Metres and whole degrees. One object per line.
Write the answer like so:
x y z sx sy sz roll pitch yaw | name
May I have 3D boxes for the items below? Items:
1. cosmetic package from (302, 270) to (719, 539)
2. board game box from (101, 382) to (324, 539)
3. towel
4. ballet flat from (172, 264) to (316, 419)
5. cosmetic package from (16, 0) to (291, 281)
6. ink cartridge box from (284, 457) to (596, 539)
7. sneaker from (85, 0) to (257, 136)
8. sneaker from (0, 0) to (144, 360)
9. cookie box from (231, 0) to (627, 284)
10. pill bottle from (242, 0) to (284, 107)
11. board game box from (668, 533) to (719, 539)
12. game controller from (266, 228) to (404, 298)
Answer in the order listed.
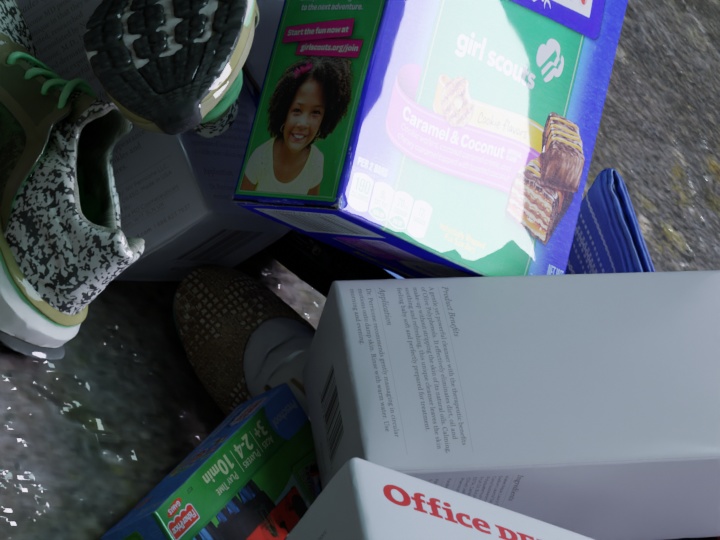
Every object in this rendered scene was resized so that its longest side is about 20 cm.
0.083 0.065 1.106 0.199 0.085 0.108 0 55 -14 | cosmetic package
-0.022 0.168 1.081 0.200 0.037 0.151 59 28 -7 | board game box
0.123 0.051 1.394 0.024 0.200 0.145 0 57 -25 | towel
-0.017 0.076 1.181 0.071 0.065 0.200 -47 110 -28 | ballet flat
-0.114 -0.098 1.183 0.102 0.074 0.200 4 59 -64 | cosmetic package
0.048 0.188 0.976 0.146 0.083 0.200 21 32 -26 | ink cartridge box
-0.070 -0.096 1.055 0.200 0.077 0.089 -96 165 -63 | sneaker
-0.138 -0.062 1.067 0.077 0.088 0.200 25 42 -55 | sneaker
0.042 -0.102 1.121 0.171 0.075 0.201 23 77 -47 | cookie box
-0.007 -0.106 1.280 0.200 0.119 0.120 95 -27 -74 | pill bottle
0.127 0.169 1.218 0.057 0.200 0.166 36 31 -27 | board game box
0.000 0.000 1.232 0.200 0.042 0.104 35 -7 41 | game controller
